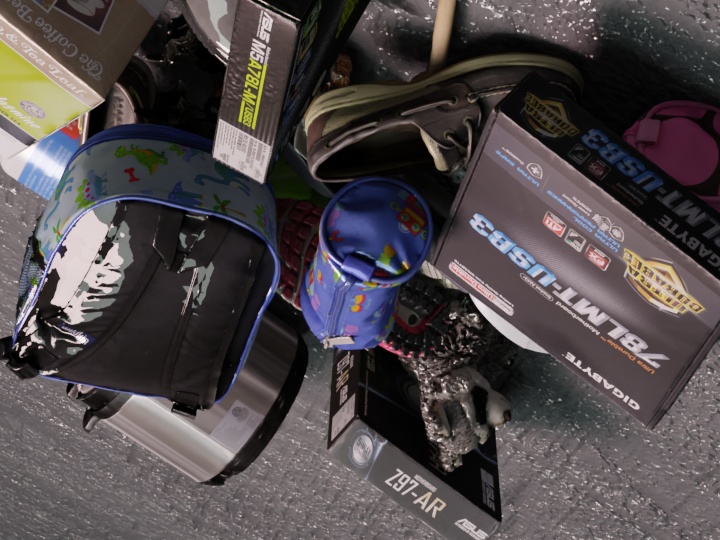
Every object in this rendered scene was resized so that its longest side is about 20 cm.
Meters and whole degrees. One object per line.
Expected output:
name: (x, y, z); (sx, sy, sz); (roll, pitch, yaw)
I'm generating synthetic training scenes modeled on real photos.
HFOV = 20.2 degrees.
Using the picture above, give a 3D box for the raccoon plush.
raccoon plush: (0.047, 0.092, 1.712); (0.199, 0.135, 0.097); (4, 145, 42)

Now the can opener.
can opener: (0.020, -0.056, 1.495); (0.200, 0.054, 0.067); (40, 159, -26)

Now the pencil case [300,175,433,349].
pencil case: (0.000, 0.000, 1.448); (0.078, 0.087, 0.200); (23, 162, 0)

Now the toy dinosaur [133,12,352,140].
toy dinosaur: (-0.091, -0.124, 1.520); (0.135, 0.103, 0.200); (21, 132, -31)

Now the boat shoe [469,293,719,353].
boat shoe: (0.175, 0.021, 1.491); (0.199, 0.071, 0.091); (26, 130, -31)

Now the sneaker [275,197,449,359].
sneaker: (-0.022, 0.011, 1.619); (0.200, 0.081, 0.074); (37, 165, -32)

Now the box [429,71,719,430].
box: (0.153, -0.008, 1.338); (0.200, 0.050, 0.199); (38, 149, 10)

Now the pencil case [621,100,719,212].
pencil case: (0.190, -0.045, 1.378); (0.093, 0.091, 0.200); (31, 152, -1)

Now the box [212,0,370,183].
box: (-0.024, -0.179, 1.235); (0.047, 0.194, 0.200); (28, 153, 5)

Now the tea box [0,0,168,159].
tea box: (-0.272, -0.212, 1.500); (0.200, 0.134, 0.196); (40, 154, -20)

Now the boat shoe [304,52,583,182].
boat shoe: (0.057, -0.096, 1.379); (0.198, 0.065, 0.073); (-11, 144, 20)

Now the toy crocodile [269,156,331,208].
toy crocodile: (-0.045, -0.038, 1.666); (0.067, 0.062, 0.200); (-15, 148, 6)

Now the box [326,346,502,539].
box: (0.047, 0.140, 1.755); (0.160, 0.200, 0.044); (37, 110, -13)

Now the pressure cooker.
pressure cooker: (-0.168, 0.080, 1.870); (0.199, 0.177, 0.178); (34, 151, -17)

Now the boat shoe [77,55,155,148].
boat shoe: (-0.192, -0.067, 1.592); (0.071, 0.060, 0.202); (4, 110, 5)

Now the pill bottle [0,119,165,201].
pill bottle: (-0.229, -0.104, 1.674); (0.199, 0.113, 0.112); (32, 154, -7)

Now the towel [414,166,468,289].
towel: (0.085, -0.036, 1.549); (0.191, 0.035, 0.200); (9, 148, 30)

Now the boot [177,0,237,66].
boot: (-0.082, -0.216, 1.336); (0.200, 0.070, 0.132); (46, 152, -7)

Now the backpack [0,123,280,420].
backpack: (-0.154, -0.015, 1.494); (0.182, 0.148, 0.201); (15, 134, -17)

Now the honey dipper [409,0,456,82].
honey dipper: (0.056, -0.154, 1.380); (0.038, 0.038, 0.200); (25, 151, 9)
